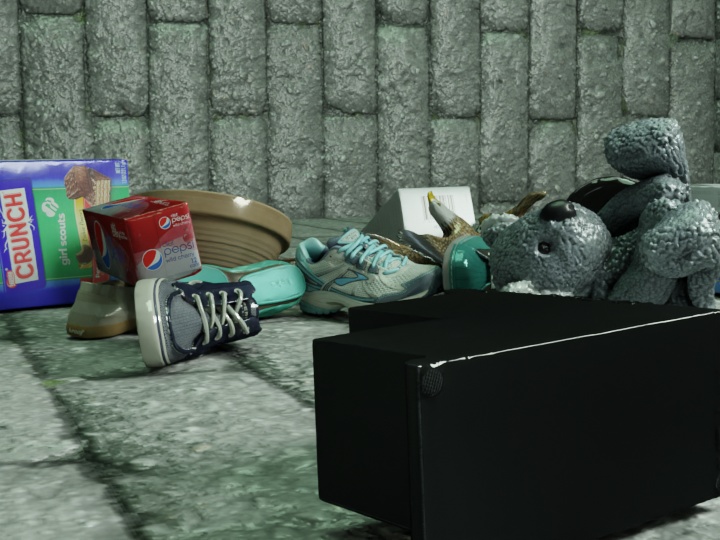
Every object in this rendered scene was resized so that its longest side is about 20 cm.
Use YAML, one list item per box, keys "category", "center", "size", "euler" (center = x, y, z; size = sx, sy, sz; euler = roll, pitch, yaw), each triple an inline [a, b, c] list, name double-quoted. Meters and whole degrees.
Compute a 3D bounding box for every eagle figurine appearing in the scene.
- category: "eagle figurine"
  center: [0.103, -0.022, 1.381]
  size: [0.199, 0.153, 0.151]
  euler: [-29, 52, -32]

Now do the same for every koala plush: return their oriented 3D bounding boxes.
- category: "koala plush"
  center: [0.208, -0.010, 1.082]
  size: [0.197, 0.185, 0.179]
  euler: [-10, 44, 3]

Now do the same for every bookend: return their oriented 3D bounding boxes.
- category: "bookend"
  center: [0.043, 0.068, 0.592]
  size: [0.198, 0.093, 0.198]
  euler: [-6, 6, -38]

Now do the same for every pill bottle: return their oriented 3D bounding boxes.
- category: "pill bottle"
  center: [0.281, -0.022, 1.273]
  size: [0.110, 0.113, 0.200]
  euler: [2, -10, 21]

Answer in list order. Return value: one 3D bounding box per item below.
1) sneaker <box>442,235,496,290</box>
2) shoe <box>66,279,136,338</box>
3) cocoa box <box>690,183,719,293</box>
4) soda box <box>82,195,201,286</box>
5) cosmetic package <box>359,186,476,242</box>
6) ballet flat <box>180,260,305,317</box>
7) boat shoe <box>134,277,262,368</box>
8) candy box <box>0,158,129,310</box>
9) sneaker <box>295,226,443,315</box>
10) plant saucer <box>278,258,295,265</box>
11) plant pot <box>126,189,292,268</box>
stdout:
- category: "sneaker"
  center: [0.158, -0.003, 1.249]
  size: [0.079, 0.072, 0.199]
  euler: [-2, 2, 34]
- category: "shoe"
  center: [-0.228, 0.029, 1.219]
  size: [0.069, 0.054, 0.200]
  euler: [2, 6, 21]
- category: "cocoa box"
  center: [0.518, -0.040, 1.457]
  size: [0.197, 0.133, 0.133]
  euler: [-1, 5, -10]
- category: "soda box"
  center: [-0.216, -0.032, 1.164]
  size: [0.063, 0.071, 0.200]
  euler: [-17, 12, -22]
- category: "cosmetic package"
  center: [0.069, -0.044, 1.552]
  size: [0.100, 0.075, 0.200]
  euler: [-3, -16, -16]
- category: "ballet flat"
  center: [-0.145, 0.030, 1.230]
  size: [0.199, 0.068, 0.070]
  euler: [-6, -16, -46]
- category: "boat shoe"
  center: [-0.135, 0.036, 1.018]
  size: [0.091, 0.076, 0.200]
  euler: [-8, 5, -1]
- category: "candy box"
  center: [-0.372, -0.045, 1.402]
  size: [0.198, 0.171, 0.077]
  euler: [-6, 4, -39]
- category: "sneaker"
  center: [0.000, 0.000, 1.253]
  size: [0.198, 0.087, 0.077]
  euler: [-2, 17, 41]
- category: "plant saucer"
  center: [-0.086, 0.006, 1.567]
  size: [0.197, 0.035, 0.200]
  euler: [-1, 6, 0]
- category: "plant pot"
  center: [-0.179, -0.017, 1.350]
  size: [0.198, 0.094, 0.201]
  euler: [4, -16, 1]
